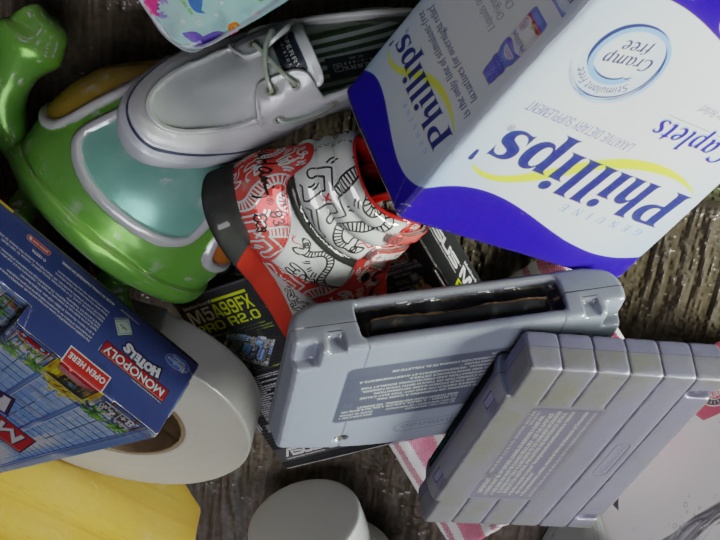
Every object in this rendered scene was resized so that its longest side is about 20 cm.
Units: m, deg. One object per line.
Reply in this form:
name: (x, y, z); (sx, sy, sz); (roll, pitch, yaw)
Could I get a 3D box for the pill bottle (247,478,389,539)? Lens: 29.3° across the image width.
pill bottle: (-0.019, 0.267, 1.094); (0.119, 0.120, 0.200); (-9, 125, 11)

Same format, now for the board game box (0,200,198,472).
board game box: (-0.234, 0.050, 0.846); (0.200, 0.062, 0.200); (41, 137, -14)

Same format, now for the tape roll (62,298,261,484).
tape roll: (-0.168, 0.085, 0.952); (0.202, 0.037, 0.203); (9, 146, 7)

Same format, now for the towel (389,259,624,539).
towel: (0.101, 0.095, 0.967); (0.200, 0.030, 0.147); (-38, 78, 27)

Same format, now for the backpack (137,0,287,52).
backpack: (-0.060, -0.226, 0.722); (0.200, 0.151, 0.178); (-26, 120, 16)

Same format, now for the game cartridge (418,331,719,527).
game cartridge: (0.121, 0.102, 0.850); (0.129, 0.038, 0.200); (9, 143, -13)

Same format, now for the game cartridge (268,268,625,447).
game cartridge: (0.046, 0.056, 0.823); (0.199, 0.042, 0.133); (-7, 152, -16)

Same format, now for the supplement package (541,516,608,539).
supplement package: (0.246, 0.254, 1.072); (0.199, 0.110, 0.114); (14, 127, -6)

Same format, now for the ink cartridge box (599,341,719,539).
ink cartridge box: (0.248, 0.166, 0.948); (0.146, 0.201, 0.083); (-28, 156, 22)

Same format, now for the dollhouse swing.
dollhouse swing: (-0.249, 0.224, 1.027); (0.176, 0.200, 0.182); (38, 120, -23)

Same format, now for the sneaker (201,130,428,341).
sneaker: (0.000, 0.000, 0.821); (0.108, 0.067, 0.202); (-18, 133, 19)

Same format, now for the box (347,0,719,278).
box: (0.129, -0.108, 0.755); (0.184, 0.105, 0.200); (15, 131, -37)

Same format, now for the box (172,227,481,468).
box: (-0.006, 0.046, 0.942); (0.200, 0.044, 0.160); (-18, 116, 30)

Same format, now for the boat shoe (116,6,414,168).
boat shoe: (-0.044, -0.118, 0.793); (0.200, 0.074, 0.067); (-23, 171, -26)

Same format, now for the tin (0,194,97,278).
tin: (-0.231, 0.018, 0.941); (0.112, 0.042, 0.200); (1, 144, 10)

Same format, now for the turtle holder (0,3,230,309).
turtle holder: (-0.144, -0.073, 0.858); (0.132, 0.141, 0.186); (-47, 72, 15)
